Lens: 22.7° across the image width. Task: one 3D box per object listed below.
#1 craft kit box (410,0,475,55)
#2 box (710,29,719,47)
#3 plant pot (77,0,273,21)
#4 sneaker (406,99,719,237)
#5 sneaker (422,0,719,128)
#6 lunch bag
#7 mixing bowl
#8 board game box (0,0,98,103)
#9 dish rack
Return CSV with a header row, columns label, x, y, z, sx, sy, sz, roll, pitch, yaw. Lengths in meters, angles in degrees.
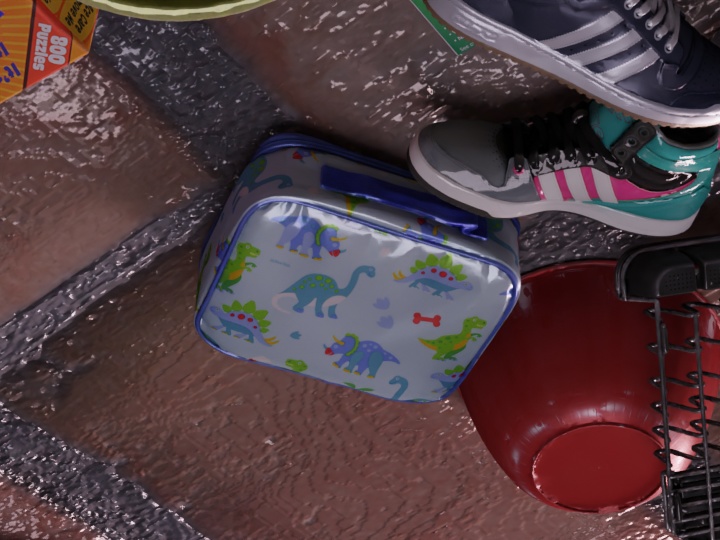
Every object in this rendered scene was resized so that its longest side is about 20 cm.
label,x,y,z,sx,sy,sz,roll,pitch,yaw
craft kit box,0.079,-0.239,0.993,0.200,0.049,0.198,-28,124,25
box,0.294,-0.056,1.060,0.041,0.200,0.156,-46,122,4
plant pot,-0.092,-0.255,0.875,0.200,0.185,0.201,-3,131,-4
sneaker,0.138,-0.086,1.106,0.199,0.084,0.121,7,139,-16
sneaker,0.145,-0.155,0.995,0.199,0.070,0.109,19,133,-13
lunch bag,0.000,0.000,1.195,0.199,0.083,0.161,16,133,-14
mixing bowl,0.165,0.100,1.271,0.199,0.109,0.201,1,133,1
board game box,-0.265,-0.196,0.929,0.200,0.200,0.200,-25,128,24
dish rack,0.254,0.077,1.180,0.153,0.055,0.201,-7,98,-12
